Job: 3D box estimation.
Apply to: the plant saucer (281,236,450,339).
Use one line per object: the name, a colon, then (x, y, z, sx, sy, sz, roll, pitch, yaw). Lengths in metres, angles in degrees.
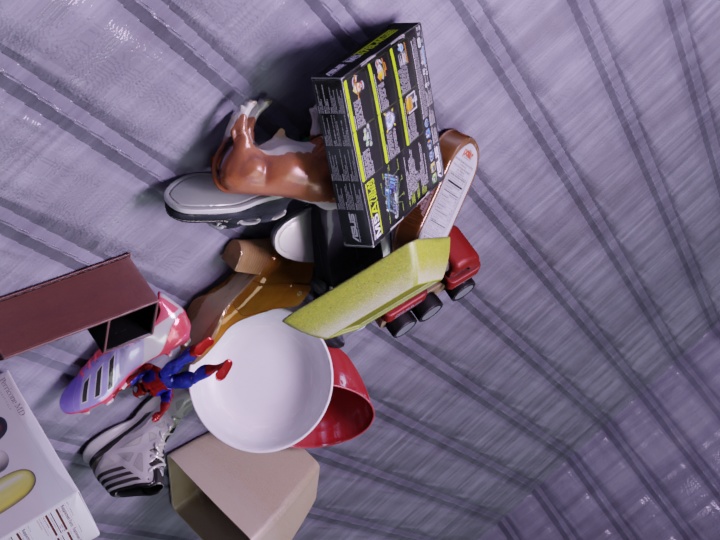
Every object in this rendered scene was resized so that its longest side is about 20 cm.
plant saucer: (0.021, 0.028, 1.592, 0.199, 0.048, 0.200, -31, 173, 16)

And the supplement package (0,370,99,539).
supplement package: (-0.448, 0.268, 1.472, 0.199, 0.192, 0.148, -31, 154, -18)

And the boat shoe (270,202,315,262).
boat shoe: (-0.046, -0.064, 1.622, 0.199, 0.062, 0.074, -21, 121, -38)

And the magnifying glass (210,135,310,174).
magnifying glass: (-0.076, -0.128, 1.457, 0.198, 0.022, 0.080, -5, 113, -17)

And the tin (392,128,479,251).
tin: (0.106, -0.096, 1.725, 0.202, 0.042, 0.112, -66, 159, 1)

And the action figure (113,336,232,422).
action figure: (-0.258, 0.152, 1.614, 0.199, 0.065, 0.099, -23, -161, 51)

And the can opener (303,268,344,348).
can opener: (-0.056, 0.037, 1.779, 0.063, 0.079, 0.200, -30, 145, 0)

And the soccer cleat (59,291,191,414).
soccer cleat: (-0.305, 0.104, 1.570, 0.199, 0.067, 0.077, -34, 121, 2)

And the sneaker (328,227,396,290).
sneaker: (0.000, 0.000, 1.727, 0.071, 0.072, 0.202, -25, 132, -56)

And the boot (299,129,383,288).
boot: (0.010, -0.093, 1.559, 0.163, 0.066, 0.202, -18, 117, -18)

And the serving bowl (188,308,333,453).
serving bowl: (-0.136, 0.148, 1.724, 0.199, 0.201, 0.066, -38, 180, -3)

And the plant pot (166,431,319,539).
plant pot: (-0.174, 0.349, 1.985, 0.177, 0.199, 0.201, -38, 156, -28)

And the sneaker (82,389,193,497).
sneaker: (-0.280, 0.246, 1.748, 0.200, 0.116, 0.076, -36, 154, -9)

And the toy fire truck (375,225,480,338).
toy fire truck: (0.087, -0.021, 1.836, 0.175, 0.129, 0.200, -30, 163, -19)

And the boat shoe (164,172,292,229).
boat shoe: (-0.150, -0.077, 1.456, 0.199, 0.076, 0.061, -12, 138, -43)

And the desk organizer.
desk organizer: (-0.335, 0.059, 1.422, 0.199, 0.077, 0.072, -22, 149, -32)

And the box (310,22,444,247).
box: (0.026, -0.157, 1.417, 0.193, 0.047, 0.202, -42, 129, -47)

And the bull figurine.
bull figurine: (-0.070, -0.127, 1.413, 0.198, 0.065, 0.123, 2, 103, -28)

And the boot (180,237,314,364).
boot: (-0.143, 0.045, 1.650, 0.143, 0.071, 0.202, 8, 120, -44)

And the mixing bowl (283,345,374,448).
mixing bowl: (-0.078, 0.173, 1.868, 0.198, 0.109, 0.201, -2, 146, -1)
